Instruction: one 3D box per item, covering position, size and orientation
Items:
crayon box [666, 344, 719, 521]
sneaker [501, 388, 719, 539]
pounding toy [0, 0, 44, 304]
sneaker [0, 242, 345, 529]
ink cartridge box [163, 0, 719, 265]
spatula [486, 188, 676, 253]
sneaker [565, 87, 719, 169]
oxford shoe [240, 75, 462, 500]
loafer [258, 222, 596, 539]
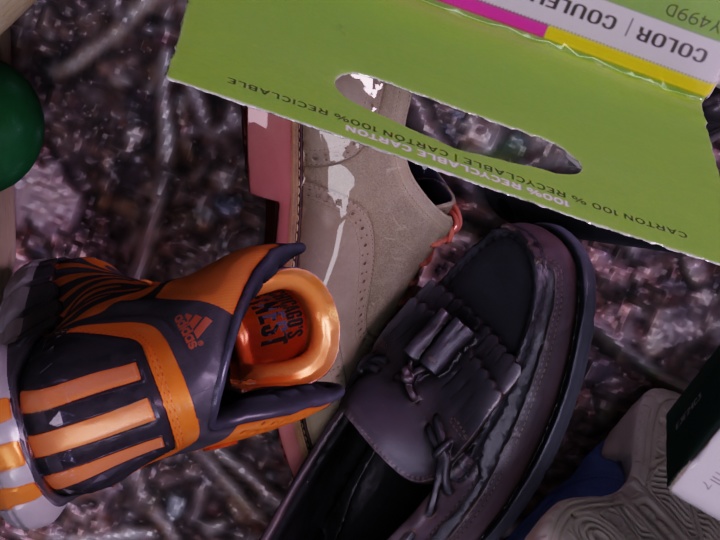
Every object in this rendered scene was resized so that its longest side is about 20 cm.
[{"bbox_3d":[0.207,0.057,0.740,0.200,0.052,0.126,30,115,-8],"label":"crayon box"},{"bbox_3d":[0.073,0.123,0.869,0.077,0.200,0.111,36,115,1],"label":"sneaker"},{"bbox_3d":[-0.182,-0.052,0.823,0.200,0.142,0.184,4,118,2],"label":"pounding toy"},{"bbox_3d":[-0.060,0.030,0.833,0.112,0.200,0.078,-17,103,3],"label":"sneaker"},{"bbox_3d":[0.039,-0.095,0.639,0.148,0.200,0.076,19,118,-8],"label":"ink cartridge box"},{"bbox_3d":[0.112,-0.006,0.828,0.021,0.200,0.057,-37,123,-25],"label":"spatula"},{"bbox_3d":[0.052,-0.101,0.808,0.200,0.067,0.090,36,159,-18],"label":"sneaker"},{"bbox_3d":[0.000,0.000,0.882,0.075,0.070,0.200,-5,119,-2],"label":"oxford shoe"},{"bbox_3d":[0.012,0.071,0.858,0.063,0.072,0.200,12,113,-40],"label":"loafer"}]
